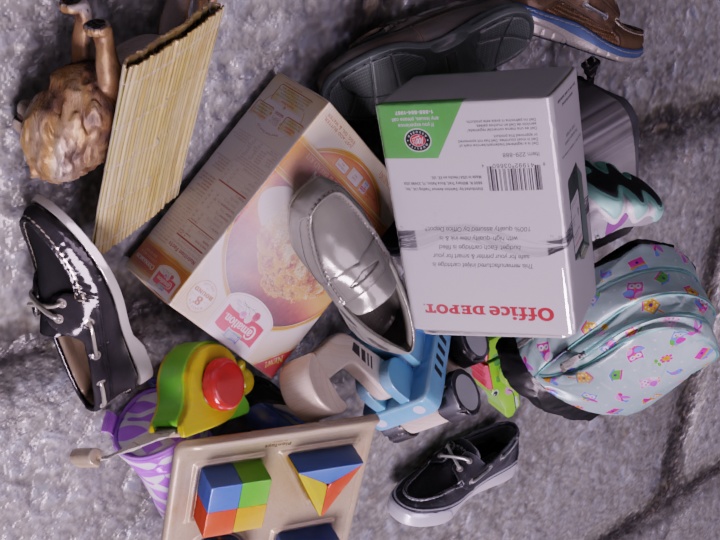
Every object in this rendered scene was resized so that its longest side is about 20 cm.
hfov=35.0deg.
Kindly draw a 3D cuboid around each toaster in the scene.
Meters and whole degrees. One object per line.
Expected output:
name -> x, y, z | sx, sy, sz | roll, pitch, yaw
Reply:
toaster -> 0.198, -0.098, 1.131 | 0.129, 0.113, 0.201 | -31, 135, -22

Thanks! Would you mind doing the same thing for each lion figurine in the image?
lion figurine -> -0.155, -0.144, 0.805 | 0.199, 0.072, 0.123 | -31, 142, -32

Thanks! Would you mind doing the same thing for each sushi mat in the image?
sushi mat -> -0.148, -0.094, 0.808 | 0.096, 0.012, 0.201 | -45, 168, -40

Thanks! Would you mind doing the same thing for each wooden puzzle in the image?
wooden puzzle -> -0.078, 0.216, 0.980 | 0.184, 0.046, 0.201 | -4, 127, -29

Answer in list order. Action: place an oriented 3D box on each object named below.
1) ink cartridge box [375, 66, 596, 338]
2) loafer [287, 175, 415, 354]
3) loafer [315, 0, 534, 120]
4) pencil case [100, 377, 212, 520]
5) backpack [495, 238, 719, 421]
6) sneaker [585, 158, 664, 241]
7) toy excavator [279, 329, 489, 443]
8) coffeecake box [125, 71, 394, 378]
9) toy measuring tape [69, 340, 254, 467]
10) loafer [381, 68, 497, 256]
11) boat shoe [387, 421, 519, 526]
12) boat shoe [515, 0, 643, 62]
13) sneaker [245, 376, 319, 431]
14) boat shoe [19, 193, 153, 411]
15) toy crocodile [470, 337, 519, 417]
ink cartridge box -> 0.106, -0.054, 0.927 | 0.084, 0.145, 0.202 | -46, 132, -54
loafer -> 0.000, 0.000, 0.928 | 0.070, 0.070, 0.200 | -45, 141, -10
loafer -> 0.050, -0.187, 0.977 | 0.198, 0.063, 0.072 | -21, 138, -12
pencil case -> -0.157, 0.192, 1.009 | 0.085, 0.084, 0.201 | -10, 129, 8
backpack -> 0.252, 0.064, 1.116 | 0.166, 0.128, 0.200 | 15, 137, -39
sneaker -> 0.168, -0.030, 1.046 | 0.198, 0.078, 0.141 | 7, 123, -9
toy excavator -> 0.016, 0.089, 1.061 | 0.200, 0.099, 0.196 | 41, 43, -29
coffeecake box -> -0.071, -0.033, 0.947 | 0.201, 0.073, 0.153 | -52, 141, -4
toy measuring tape -> -0.150, 0.096, 0.890 | 0.199, 0.073, 0.074 | -13, 125, -56
loafer -> 0.077, -0.104, 1.048 | 0.063, 0.072, 0.202 | 8, 107, -49
boat shoe -> 0.110, 0.221, 1.280 | 0.199, 0.072, 0.068 | -16, 127, -39
boat shoe -> 0.210, -0.246, 1.077 | 0.199, 0.072, 0.073 | 2, 112, -44
sneaker -> -0.072, 0.180, 1.069 | 0.089, 0.078, 0.201 | -43, 137, -17
boat shoe -> -0.216, 0.030, 0.860 | 0.060, 0.074, 0.201 | -40, 144, -23
toy crocodile -> 0.140, 0.074, 1.219 | 0.061, 0.067, 0.201 | -25, 128, -21
